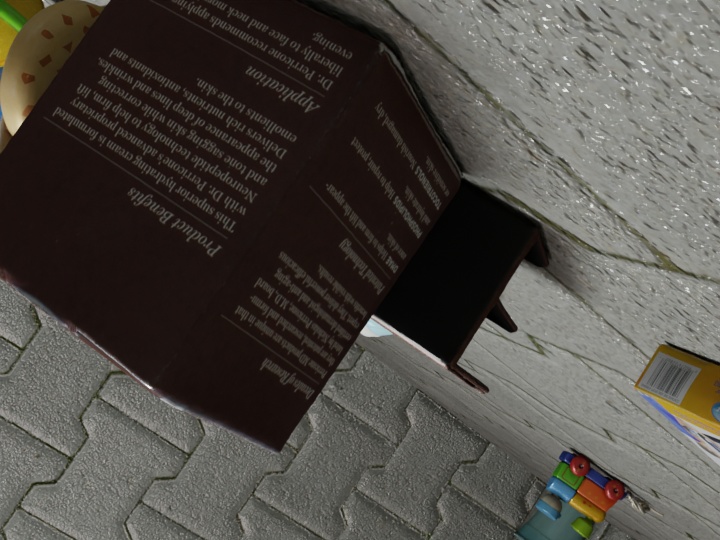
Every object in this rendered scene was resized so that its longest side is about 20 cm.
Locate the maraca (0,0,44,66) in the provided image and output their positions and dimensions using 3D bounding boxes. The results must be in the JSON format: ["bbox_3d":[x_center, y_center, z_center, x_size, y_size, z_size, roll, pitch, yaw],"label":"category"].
[{"bbox_3d":[-0.340,-0.235,0.987,0.136,0.108,0.200,33,174,8],"label":"maraca"}]

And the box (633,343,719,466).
[{"bbox_3d":[0.279,0.128,0.710,0.200,0.042,0.119,41,172,-29],"label":"box"}]

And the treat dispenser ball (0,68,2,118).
[{"bbox_3d":[-0.428,-0.197,1.336,0.200,0.202,0.201,34,174,4],"label":"treat dispenser ball"}]

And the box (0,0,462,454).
[{"bbox_3d":[-0.076,-0.038,0.606,0.165,0.201,0.164,32,174,26],"label":"box"}]

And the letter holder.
[{"bbox_3d":[0.021,-0.015,0.742,0.199,0.101,0.142,33,176,22],"label":"letter holder"}]

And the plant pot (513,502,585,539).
[{"bbox_3d":[0.610,0.798,3.377,0.199,0.197,0.200,37,173,5],"label":"plant pot"}]

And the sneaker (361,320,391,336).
[{"bbox_3d":[0.000,0.000,1.228,0.081,0.075,0.200,-9,140,36],"label":"sneaker"}]

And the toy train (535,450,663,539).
[{"bbox_3d":[0.402,0.404,1.841,0.199,0.116,0.085,35,175,3],"label":"toy train"}]

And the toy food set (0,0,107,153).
[{"bbox_3d":[-0.147,-0.078,0.713,0.048,0.203,0.197,15,-159,38],"label":"toy food set"}]
